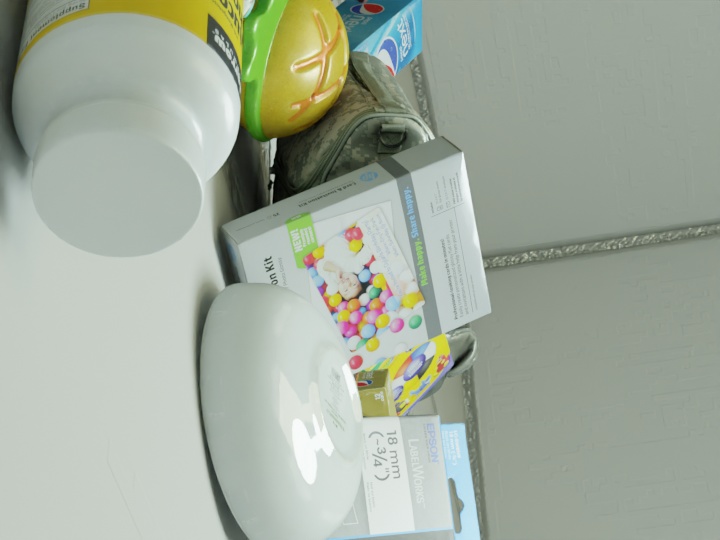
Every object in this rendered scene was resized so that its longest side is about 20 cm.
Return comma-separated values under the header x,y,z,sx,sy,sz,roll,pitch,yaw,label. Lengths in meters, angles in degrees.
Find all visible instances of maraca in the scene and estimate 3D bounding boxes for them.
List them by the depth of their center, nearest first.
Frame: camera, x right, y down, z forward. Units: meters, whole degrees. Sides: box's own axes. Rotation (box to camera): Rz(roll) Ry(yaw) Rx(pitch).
x,y,z,sx,sy,sz,roll,pitch,yaw,label
-0.066,-0.178,1.438,0.200,0.107,0.138,73,32,-73,maraca

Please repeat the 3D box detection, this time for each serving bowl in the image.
x,y,z,sx,sy,sz,roll,pitch,yaw,label
-0.044,0.102,1.300,0.200,0.066,0.201,-13,90,-72,serving bowl

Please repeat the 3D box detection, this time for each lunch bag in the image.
x,y,z,sx,sy,sz,roll,pitch,yaw,label
0.000,-0.086,1.549,0.200,0.139,0.168,-117,-146,-65,lunch bag

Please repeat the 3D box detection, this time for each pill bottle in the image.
x,y,z,sx,sy,sz,roll,pitch,yaw,label
-0.115,-0.104,0.905,0.200,0.111,0.112,-93,172,-45,pill bottle

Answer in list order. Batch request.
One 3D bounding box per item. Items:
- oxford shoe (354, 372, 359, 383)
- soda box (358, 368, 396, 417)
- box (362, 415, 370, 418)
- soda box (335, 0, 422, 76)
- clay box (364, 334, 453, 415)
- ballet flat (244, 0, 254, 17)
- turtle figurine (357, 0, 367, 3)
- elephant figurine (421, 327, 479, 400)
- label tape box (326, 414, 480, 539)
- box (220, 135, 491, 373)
x,y,z,sx,sy,sz,roll,pitch,yaw,label
-0.034,0.091,1.580,0.073,0.071,0.201,-63,144,-72,oxford shoe
0.011,0.205,1.830,0.064,0.067,0.201,-73,154,-75,soda box
-0.010,0.239,1.537,0.143,0.036,0.201,67,29,-65,box
-0.007,-0.211,1.743,0.200,0.068,0.064,-48,142,-53,soda box
0.043,0.095,2.068,0.048,0.115,0.200,39,-14,24,clay box
-0.124,-0.281,1.354,0.072,0.071,0.201,65,16,-69,ballet flat
-0.008,-0.305,1.719,0.200,0.149,0.101,-34,125,-49,turtle figurine
0.073,0.096,2.258,0.142,0.154,0.201,-99,173,-61,elephant figurine
0.030,0.191,1.462,0.063,0.199,0.145,-24,-110,55,label tape box
0.000,0.000,1.437,0.041,0.199,0.156,44,-29,54,box
